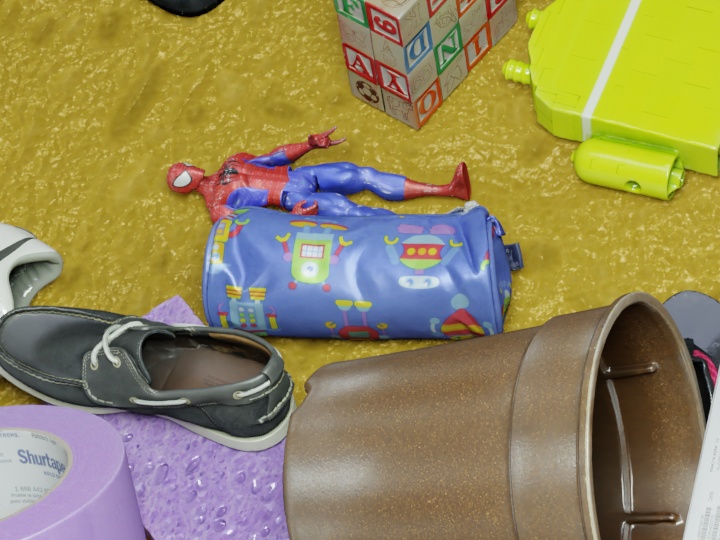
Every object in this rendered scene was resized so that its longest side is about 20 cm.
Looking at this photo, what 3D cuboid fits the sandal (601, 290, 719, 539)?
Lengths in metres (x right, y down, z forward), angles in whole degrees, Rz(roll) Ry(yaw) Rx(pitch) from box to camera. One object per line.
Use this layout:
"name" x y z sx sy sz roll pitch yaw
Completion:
"sandal" 0.191 0.094 1.590 0.075 0.045 0.201 8 58 17

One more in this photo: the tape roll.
"tape roll" -0.229 0.152 1.554 0.199 0.066 0.200 -10 22 4

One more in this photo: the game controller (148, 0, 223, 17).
"game controller" -0.095 -0.266 1.900 0.104 0.042 0.200 36 68 13

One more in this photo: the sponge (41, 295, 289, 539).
"sponge" -0.103 0.112 1.640 0.111 0.030 0.200 -33 57 -14

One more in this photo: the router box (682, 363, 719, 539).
"router box" 0.225 0.118 1.486 0.049 0.180 0.201 7 58 15

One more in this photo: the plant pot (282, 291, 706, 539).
"plant pot" 0.075 0.119 1.503 0.197 0.200 0.201 -5 53 26

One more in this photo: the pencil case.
"pencil case" 0.000 0.000 1.668 0.199 0.078 0.087 0 80 9

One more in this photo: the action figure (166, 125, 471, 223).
"action figure" -0.031 -0.054 1.732 0.199 0.052 0.066 3 60 15

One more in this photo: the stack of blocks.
"stack of blocks" 0.070 -0.207 1.776 0.058 0.115 0.200 30 64 26

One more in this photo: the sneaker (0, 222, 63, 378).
"sneaker" -0.256 0.050 1.682 0.088 0.074 0.201 14 60 21

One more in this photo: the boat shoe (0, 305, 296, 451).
"boat shoe" -0.136 0.052 1.625 0.199 0.068 0.072 13 60 15

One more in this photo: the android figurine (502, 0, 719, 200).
"android figurine" 0.194 -0.130 1.747 0.199 0.041 0.183 13 59 18
